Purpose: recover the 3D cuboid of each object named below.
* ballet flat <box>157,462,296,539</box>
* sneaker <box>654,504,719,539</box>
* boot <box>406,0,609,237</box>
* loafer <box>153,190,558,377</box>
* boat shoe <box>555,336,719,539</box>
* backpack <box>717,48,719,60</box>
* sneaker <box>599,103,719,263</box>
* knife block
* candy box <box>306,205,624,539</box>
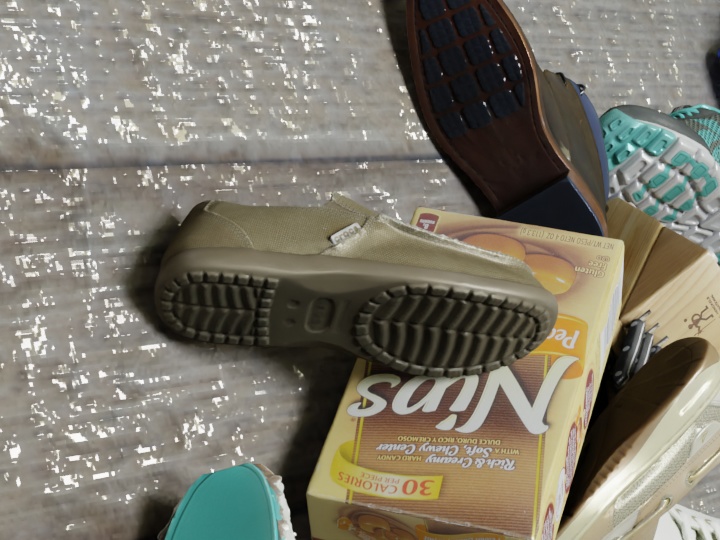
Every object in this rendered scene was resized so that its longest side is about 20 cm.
[{"bbox_3d":[-0.064,0.187,0.966,0.072,0.071,0.201,30,56,-40],"label":"ballet flat"},{"bbox_3d":[0.213,0.164,1.267,0.200,0.084,0.073,31,42,-48],"label":"sneaker"},{"bbox_3d":[0.088,-0.094,1.264,0.201,0.074,0.097,65,21,-9],"label":"boot"},{"bbox_3d":[0.000,0.000,1.050,0.199,0.076,0.068,9,50,-17],"label":"loafer"},{"bbox_3d":[0.127,0.126,1.136,0.200,0.072,0.065,-46,110,-7],"label":"boat shoe"},{"bbox_3d":[0.362,-0.137,1.494,0.168,0.199,0.163,-29,99,-52],"label":"backpack"},{"bbox_3d":[0.204,-0.070,1.394,0.200,0.077,0.092,27,40,-46],"label":"sneaker"},{"bbox_3d":[0.131,0.052,1.261,0.064,0.175,0.200,55,-4,-22],"label":"knife block"},{"bbox_3d":[0.057,0.062,1.104,0.056,0.115,0.201,84,21,-46],"label":"candy box"}]
